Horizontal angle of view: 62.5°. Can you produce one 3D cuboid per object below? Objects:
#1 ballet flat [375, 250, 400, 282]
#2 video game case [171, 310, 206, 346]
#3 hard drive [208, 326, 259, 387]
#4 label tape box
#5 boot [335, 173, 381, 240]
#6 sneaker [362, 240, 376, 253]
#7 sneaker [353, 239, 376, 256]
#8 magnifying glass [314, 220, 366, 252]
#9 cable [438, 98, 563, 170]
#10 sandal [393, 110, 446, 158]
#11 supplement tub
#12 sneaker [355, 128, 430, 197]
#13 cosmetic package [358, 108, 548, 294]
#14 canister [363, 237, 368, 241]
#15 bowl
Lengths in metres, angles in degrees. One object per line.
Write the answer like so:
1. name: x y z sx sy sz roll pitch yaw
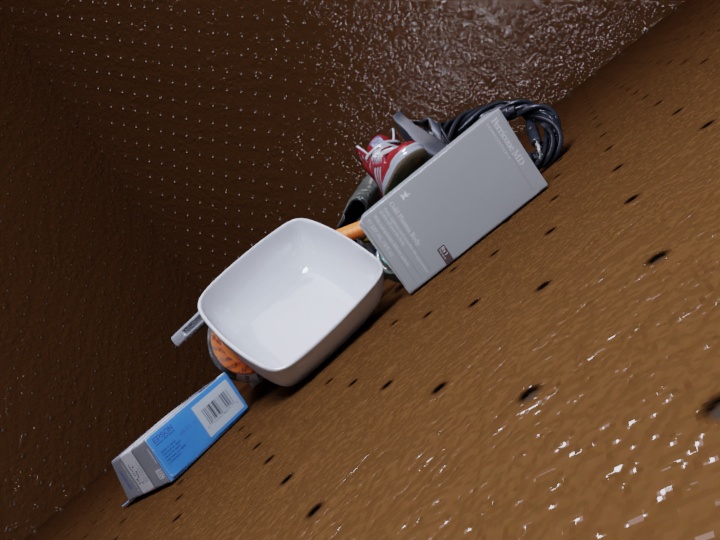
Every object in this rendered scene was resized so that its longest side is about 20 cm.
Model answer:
1. ballet flat: 0.106 -0.057 0.800 0.197 0.068 0.064 -36 -28 0
2. video game case: -0.208 0.037 0.991 0.180 0.024 0.200 -35 6 45
3. hard drive: -0.145 0.084 1.014 0.198 0.133 0.026 -37 4 4
4. label tape box: -0.260 0.235 0.816 0.199 0.064 0.144 -36 3 43
5. boot: -0.013 -0.091 1.040 0.132 0.067 0.202 -53 -5 -38
6. sneaker: 0.000 0.000 1.047 0.196 0.093 0.077 -12 -3 -42
7. sneaker: -0.036 0.052 0.855 0.202 0.075 0.076 -56 17 23
8. magnifying glass: 0.027 -0.067 0.789 0.195 0.023 0.081 -22 29 21
9. cable: 0.190 -0.195 0.856 0.163 0.051 0.199 -42 44 -10
10. sandal: 0.104 -0.168 0.813 0.042 0.077 0.201 -36 41 2
11. supplement tub: -0.160 0.101 0.883 0.121 0.124 0.200 -37 -3 -8
12. sneaker: 0.041 -0.158 0.825 0.069 0.115 0.200 -23 -11 -7
13. cosmetic package: 0.104 -0.080 0.688 0.198 0.108 0.090 -39 5 9
14. canister: -0.025 0.007 1.226 0.147 0.088 0.200 -37 4 -15
15. bowl: -0.081 0.042 0.734 0.199 0.076 0.198 -41 48 -23
